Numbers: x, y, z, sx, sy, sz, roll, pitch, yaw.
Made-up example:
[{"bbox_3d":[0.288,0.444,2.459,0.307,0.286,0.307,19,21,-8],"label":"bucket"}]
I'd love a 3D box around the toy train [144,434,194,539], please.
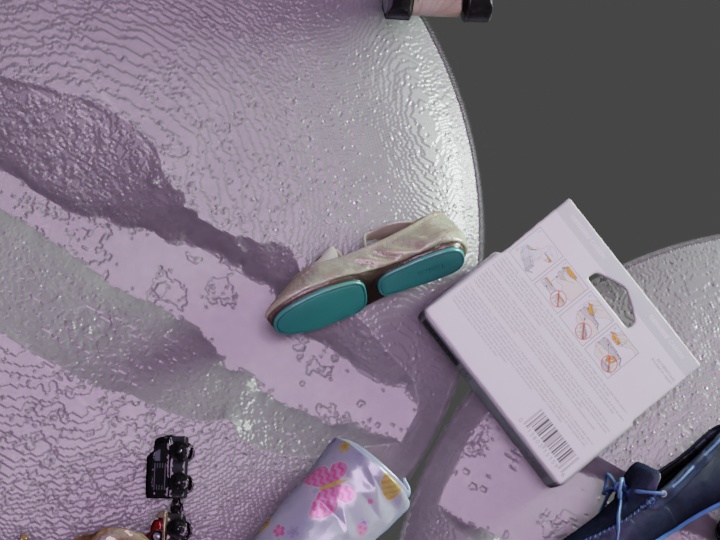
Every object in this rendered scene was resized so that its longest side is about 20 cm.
[{"bbox_3d":[-0.171,0.244,1.581,0.045,0.034,0.202,0,80,6],"label":"toy train"}]

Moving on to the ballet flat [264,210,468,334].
[{"bbox_3d":[0.000,0.000,1.638,0.198,0.068,0.063,-19,55,-13],"label":"ballet flat"}]

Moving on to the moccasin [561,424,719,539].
[{"bbox_3d":[0.255,0.200,1.624,0.199,0.080,0.069,-26,99,-23],"label":"moccasin"}]

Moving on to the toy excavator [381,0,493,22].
[{"bbox_3d":[0.066,-0.349,1.681,0.099,0.201,0.196,0,125,-8],"label":"toy excavator"}]

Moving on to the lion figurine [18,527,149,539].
[{"bbox_3d":[-0.254,0.302,1.548,0.122,0.072,0.201,22,99,-9],"label":"lion figurine"}]

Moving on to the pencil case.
[{"bbox_3d":[-0.043,0.242,1.570,0.090,0.083,0.200,32,76,24],"label":"pencil case"}]

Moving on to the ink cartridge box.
[{"bbox_3d":[0.179,0.065,1.649,0.173,0.044,0.200,-37,86,-12],"label":"ink cartridge box"}]

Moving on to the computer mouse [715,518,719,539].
[{"bbox_3d":[0.426,0.264,1.632,0.138,0.053,0.200,-39,89,-22],"label":"computer mouse"}]
